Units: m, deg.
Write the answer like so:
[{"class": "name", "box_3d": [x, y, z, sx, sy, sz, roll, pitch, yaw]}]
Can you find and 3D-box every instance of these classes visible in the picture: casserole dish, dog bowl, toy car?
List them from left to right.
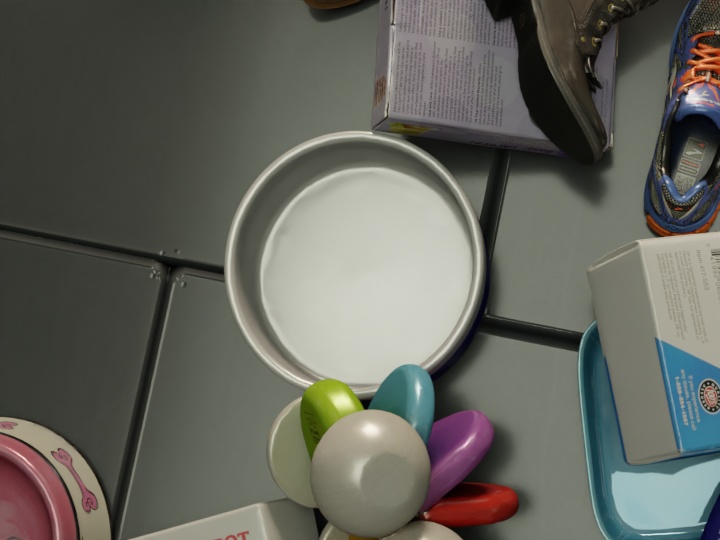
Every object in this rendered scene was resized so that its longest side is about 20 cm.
[{"class": "dog bowl", "box_3d": [-0.298, 0.214, 1.206, 0.198, 0.074, 0.202, -1, 82, 10]}, {"class": "dog bowl", "box_3d": [0.000, 0.000, 1.182, 0.198, 0.079, 0.202, -1, 82, 10]}, {"class": "toy car", "box_3d": [0.034, 0.156, 1.079, 0.149, 0.175, 0.202, -27, 99, -16]}, {"class": "casserole dish", "box_3d": [0.226, 0.118, 1.147, 0.120, 0.039, 0.202, -6, 82, 9]}]

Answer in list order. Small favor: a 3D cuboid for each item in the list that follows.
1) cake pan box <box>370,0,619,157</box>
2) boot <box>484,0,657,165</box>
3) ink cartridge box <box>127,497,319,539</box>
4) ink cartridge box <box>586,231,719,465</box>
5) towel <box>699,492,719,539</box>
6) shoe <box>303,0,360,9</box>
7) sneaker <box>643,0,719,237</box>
[{"class": "cake pan box", "box_3d": [0.104, -0.195, 1.172, 0.182, 0.052, 0.202, 5, 83, -16]}, {"class": "boot", "box_3d": [0.191, -0.196, 1.134, 0.173, 0.069, 0.202, -22, 88, -15]}, {"class": "ink cartridge box", "box_3d": [-0.094, 0.283, 1.142, 0.146, 0.085, 0.202, -18, 81, 22]}, {"class": "ink cartridge box", "box_3d": [0.276, 0.049, 1.084, 0.198, 0.086, 0.148, -6, 79, -22]}, {"class": "towel", "box_3d": [0.281, 0.246, 1.092, 0.147, 0.049, 0.202, 27, 84, -18]}, {"class": "shoe", "box_3d": [0.026, -0.286, 1.235, 0.200, 0.070, 0.053, -39, 35, 7]}, {"class": "sneaker", "box_3d": [0.261, -0.125, 1.154, 0.075, 0.078, 0.202, 9, 83, 10]}]
